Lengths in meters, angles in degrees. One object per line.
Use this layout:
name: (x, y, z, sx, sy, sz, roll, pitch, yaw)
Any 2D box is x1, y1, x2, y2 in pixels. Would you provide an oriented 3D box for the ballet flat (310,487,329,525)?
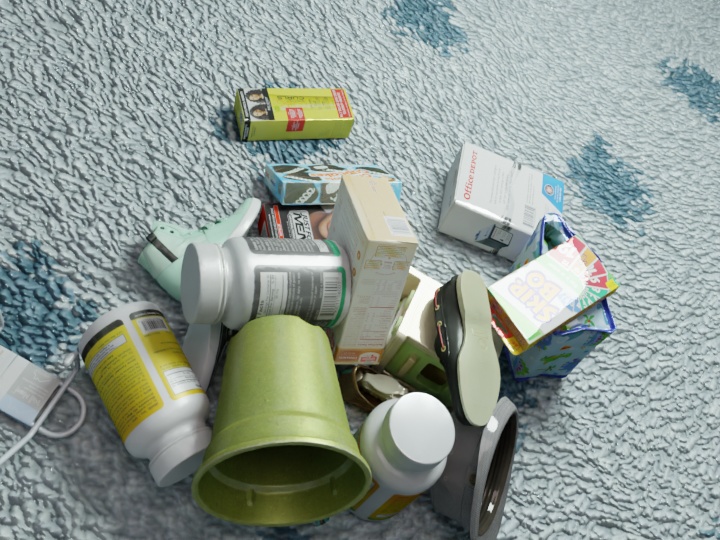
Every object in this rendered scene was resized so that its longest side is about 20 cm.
ballet flat: (-0.077, 0.227, 0.923, 0.068, 0.068, 0.205, -6, 61, 4)

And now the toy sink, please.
toy sink: (0.087, 0.099, 1.013, 0.197, 0.131, 0.113, 31, 54, 0)

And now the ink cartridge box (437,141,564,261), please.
ink cartridge box: (0.243, -0.111, 1.224, 0.195, 0.086, 0.149, 20, 55, -6)

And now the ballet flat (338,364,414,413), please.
ballet flat: (0.061, 0.185, 0.985, 0.197, 0.073, 0.069, 30, 58, 0)

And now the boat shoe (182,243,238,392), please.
boat shoe: (-0.188, 0.070, 0.954, 0.067, 0.071, 0.206, 19, 72, -40)

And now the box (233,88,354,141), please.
box: (-0.112, -0.266, 1.212, 0.194, 0.050, 0.077, -4, 60, -23)

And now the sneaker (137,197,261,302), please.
sneaker: (-0.231, -0.059, 1.024, 0.117, 0.074, 0.202, 36, 57, -3)

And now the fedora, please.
fedora: (0.142, 0.259, 0.933, 0.088, 0.206, 0.176, 12, 13, 25)

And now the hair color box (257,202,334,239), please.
hair color box: (-0.052, -0.048, 1.094, 0.194, 0.062, 0.104, -3, 60, -22)

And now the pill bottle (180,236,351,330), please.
pill bottle: (-0.118, 0.016, 0.892, 0.195, 0.113, 0.116, 2, 58, -29)

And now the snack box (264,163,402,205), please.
snack box: (-0.044, -0.138, 1.130, 0.194, 0.038, 0.116, -3, 23, -21)

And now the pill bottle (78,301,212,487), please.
pill bottle: (-0.253, 0.150, 0.868, 0.111, 0.113, 0.202, -23, 69, -30)

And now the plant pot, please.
plant pot: (-0.092, 0.164, 0.827, 0.194, 0.203, 0.188, 7, 47, -15)

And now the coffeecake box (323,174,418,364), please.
coffeecake box: (0.000, 0.000, 0.971, 0.071, 0.204, 0.155, 3, 36, -20)

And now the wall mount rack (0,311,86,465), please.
wall mount rack: (-0.428, 0.145, 0.831, 0.196, 0.075, 0.176, 28, 55, -1)

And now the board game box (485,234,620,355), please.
board game box: (0.257, 0.031, 0.980, 0.197, 0.030, 0.096, -28, 68, -21)

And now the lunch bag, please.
lunch bag: (0.287, 0.042, 1.093, 0.123, 0.171, 0.205, -2, 59, -15)

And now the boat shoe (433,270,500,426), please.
boat shoe: (0.132, 0.103, 0.914, 0.072, 0.063, 0.207, 22, 54, -34)

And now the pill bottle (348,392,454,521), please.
pill bottle: (0.042, 0.227, 0.874, 0.108, 0.201, 0.114, 9, 56, -14)
